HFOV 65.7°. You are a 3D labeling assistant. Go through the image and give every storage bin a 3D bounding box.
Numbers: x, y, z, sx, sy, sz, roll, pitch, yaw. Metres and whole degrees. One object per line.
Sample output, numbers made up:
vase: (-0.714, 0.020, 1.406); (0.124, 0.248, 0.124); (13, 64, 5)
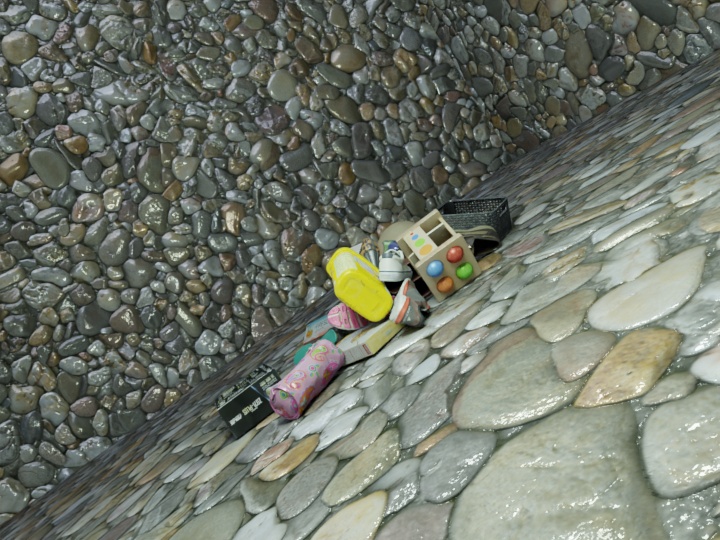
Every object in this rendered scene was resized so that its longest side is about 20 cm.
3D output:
storage bin: (0.311, -0.138, 1.572); (0.198, 0.095, 0.135); (1, 25, 35)

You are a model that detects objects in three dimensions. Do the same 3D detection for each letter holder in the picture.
letter holder: (0.166, 0.006, 1.500); (0.199, 0.101, 0.142); (-34, 6, -8)

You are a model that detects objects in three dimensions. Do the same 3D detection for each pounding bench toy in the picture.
pounding bench toy: (0.201, -0.007, 1.318); (0.124, 0.201, 0.156); (-35, 36, 3)

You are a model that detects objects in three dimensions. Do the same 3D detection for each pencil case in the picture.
pencil case: (-0.113, 0.228, 1.199); (0.087, 0.088, 0.200); (-30, 9, 39)

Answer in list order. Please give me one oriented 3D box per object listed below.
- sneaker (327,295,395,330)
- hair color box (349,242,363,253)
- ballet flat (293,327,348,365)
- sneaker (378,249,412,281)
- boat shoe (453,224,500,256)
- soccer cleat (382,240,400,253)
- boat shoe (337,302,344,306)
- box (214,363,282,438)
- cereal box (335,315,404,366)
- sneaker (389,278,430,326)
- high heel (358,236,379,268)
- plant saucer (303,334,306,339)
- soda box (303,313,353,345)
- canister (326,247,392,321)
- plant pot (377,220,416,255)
sneaker: (0.009, 0.117, 1.448); (0.197, 0.075, 0.088); (-12, -15, -15)
hair color box: (0.014, 0.022, 1.706); (0.101, 0.202, 0.061); (-22, -25, 30)
ballet flat: (-0.100, 0.212, 1.505); (0.200, 0.073, 0.073); (-38, 1, 37)
sneaker: (0.087, -0.014, 1.336); (0.072, 0.072, 0.200); (4, 3, 9)
boat shoe: (0.268, -0.064, 1.430); (0.198, 0.075, 0.073); (-19, 31, -8)
soccer cleat: (0.087, 0.004, 1.623); (0.083, 0.202, 0.065); (20, 31, 26)
boat shoe: (0.003, 0.103, 1.534); (0.199, 0.072, 0.066); (-14, -52, -46)
box: (-0.272, 0.320, 1.397); (0.163, 0.087, 0.200); (-35, 4, -18)
cereal box: (0.000, 0.170, 1.311); (0.199, 0.040, 0.144); (-31, 3, 44)
sneaker: (0.115, 0.082, 1.250); (0.200, 0.081, 0.078); (-64, -1, -70)
high heel: (0.000, 0.000, 1.582); (0.071, 0.144, 0.200); (3, -24, -29)
plant saucer: (-0.095, 0.178, 1.816); (0.199, 0.033, 0.200); (-31, -6, -4)
soda box: (-0.086, 0.172, 1.627); (0.199, 0.063, 0.069); (-29, 42, 45)
canister: (-0.003, 0.030, 1.322); (0.087, 0.148, 0.200); (-52, 14, 9)
plant pot: (0.169, -0.046, 1.686); (0.186, 0.189, 0.200); (-34, 19, -10)
